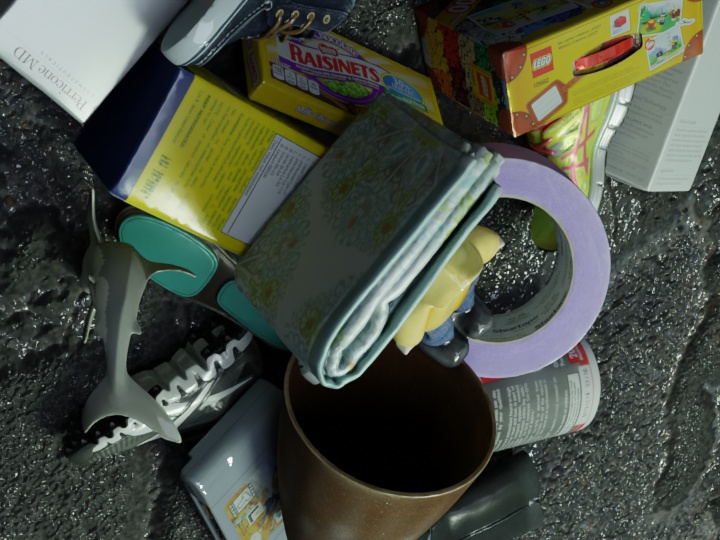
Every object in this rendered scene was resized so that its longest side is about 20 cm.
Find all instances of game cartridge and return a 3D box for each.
[{"bbox_3d":[-0.090,0.196,1.138,0.133,0.041,0.201,-43,143,-22],"label":"game cartridge"}]

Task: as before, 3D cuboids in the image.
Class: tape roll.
[{"bbox_3d":[0.123,-0.010,1.118,0.197,0.085,0.203,0,104,-1],"label":"tape roll"}]

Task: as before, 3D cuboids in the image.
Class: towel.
[{"bbox_3d":[0.003,-0.030,0.898,0.048,0.171,0.201,39,92,-33],"label":"towel"}]

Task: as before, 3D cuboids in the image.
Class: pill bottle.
[{"bbox_3d":[0.130,0.122,1.221,0.198,0.114,0.115,-9,118,-26],"label":"pill bottle"}]

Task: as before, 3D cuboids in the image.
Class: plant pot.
[{"bbox_3d":[-0.001,0.180,1.080,0.185,0.188,0.201,-5,138,-27],"label":"plant pot"}]

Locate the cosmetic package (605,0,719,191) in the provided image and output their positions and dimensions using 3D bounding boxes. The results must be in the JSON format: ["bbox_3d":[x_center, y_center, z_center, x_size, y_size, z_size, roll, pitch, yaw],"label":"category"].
[{"bbox_3d":[0.305,-0.180,1.181,0.101,0.074,0.202,-5,116,-52],"label":"cosmetic package"}]

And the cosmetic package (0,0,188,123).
[{"bbox_3d":[-0.183,-0.222,0.895,0.200,0.071,0.101,-50,128,1],"label":"cosmetic package"}]

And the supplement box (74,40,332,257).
[{"bbox_3d":[-0.108,-0.087,0.982,0.199,0.109,0.110,27,99,-36],"label":"supplement box"}]

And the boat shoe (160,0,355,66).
[{"bbox_3d":[-0.064,-0.199,0.924,0.091,0.070,0.201,50,54,-23],"label":"boat shoe"}]

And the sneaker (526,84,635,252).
[{"bbox_3d":[0.188,-0.118,1.167,0.089,0.078,0.203,8,104,-24],"label":"sneaker"}]

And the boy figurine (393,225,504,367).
[{"bbox_3d":[0.072,0.012,0.978,0.124,0.064,0.200,-46,164,-11],"label":"boy figurine"}]

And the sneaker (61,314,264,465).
[{"bbox_3d":[-0.165,0.123,1.082,0.199,0.066,0.091,-35,124,-13],"label":"sneaker"}]

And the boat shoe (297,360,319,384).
[{"bbox_3d":[0.000,0.000,1.018,0.067,0.073,0.201,42,68,-11],"label":"boat shoe"}]

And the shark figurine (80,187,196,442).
[{"bbox_3d":[-0.167,0.022,0.927,0.088,0.215,0.130,1,120,-17],"label":"shark figurine"}]

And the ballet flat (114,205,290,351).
[{"bbox_3d":[-0.122,-0.001,1.045,0.199,0.064,0.067,35,118,-19],"label":"ballet flat"}]

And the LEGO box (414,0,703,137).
[{"bbox_3d":[0.170,-0.207,1.057,0.198,0.149,0.078,-25,124,-17],"label":"LEGO box"}]

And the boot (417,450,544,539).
[{"bbox_3d":[0.102,0.242,1.294,0.198,0.066,0.166,-18,130,-18],"label":"boot"}]

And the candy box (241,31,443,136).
[{"bbox_3d":[-0.012,-0.152,1.013,0.198,0.103,0.026,18,134,-36],"label":"candy box"}]
